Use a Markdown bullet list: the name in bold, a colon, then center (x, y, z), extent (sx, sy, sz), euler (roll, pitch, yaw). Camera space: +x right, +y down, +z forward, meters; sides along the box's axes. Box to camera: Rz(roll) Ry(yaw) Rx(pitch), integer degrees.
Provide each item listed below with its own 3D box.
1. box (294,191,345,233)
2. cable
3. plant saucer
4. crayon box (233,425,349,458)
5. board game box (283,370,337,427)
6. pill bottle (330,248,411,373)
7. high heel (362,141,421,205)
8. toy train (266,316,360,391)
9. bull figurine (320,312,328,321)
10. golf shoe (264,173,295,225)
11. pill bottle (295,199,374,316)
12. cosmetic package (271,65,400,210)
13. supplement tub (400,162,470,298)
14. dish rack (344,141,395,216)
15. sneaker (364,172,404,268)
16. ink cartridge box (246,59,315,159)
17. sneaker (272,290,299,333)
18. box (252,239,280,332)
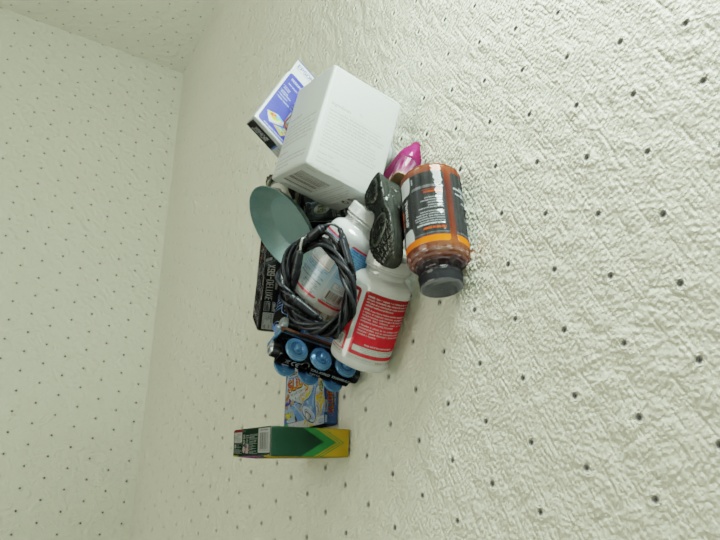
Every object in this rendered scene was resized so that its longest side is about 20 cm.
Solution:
- **box**: center (-0.099, -0.134, 1.406), extent (0.165, 0.084, 0.204), euler (108, 156, -52)
- **cable**: center (-0.078, 0.027, 1.104), extent (0.160, 0.051, 0.204), euler (-23, 71, 22)
- **plant saucer**: center (-0.153, -0.092, 1.307), extent (0.199, 0.039, 0.204), euler (31, 140, 29)
- **crayon box**: center (-0.142, 0.346, 1.259), extent (0.199, 0.169, 0.060), euler (-25, 60, 55)
- **board game box**: center (-0.110, 0.277, 1.372), extent (0.199, 0.034, 0.139), euler (-32, 53, 53)
- **pill bottle**: center (0.025, 0.070, 1.127), extent (0.112, 0.110, 0.205), euler (35, 109, 59)
- **high heel**: center (0.057, -0.167, 1.235), extent (0.097, 0.066, 0.201), euler (-63, 3, -35)
- **toy train**: center (-0.087, 0.156, 1.217), extent (0.087, 0.196, 0.116), euler (-50, 28, 40)
- **bull figurine**: center (-0.084, 0.050, 1.372), extent (0.201, 0.064, 0.124), euler (123, 149, -46)
- **golf shoe**: center (-0.179, -0.118, 1.403), extent (0.202, 0.076, 0.096), euler (93, 156, -52)
- **pill bottle**: center (-0.034, -0.025, 1.182), extent (0.202, 0.108, 0.109), euler (-55, 33, 7)
- **cosmetic package**: center (-0.048, -0.250, 1.222), extent (0.164, 0.162, 0.205), euler (-4, 66, 59)
- **supplement tub**: center (0.121, -0.063, 1.011), extent (0.107, 0.105, 0.205), euler (-38, 47, 49)
- **dish rack**: center (0.012, -0.224, 1.340), extent (0.201, 0.043, 0.174), euler (-55, 35, 36)
- **sneaker**: center (0.063, -0.086, 1.091), extent (0.076, 0.089, 0.204), euler (-48, 34, 43)
- **ink cartridge box**: center (-0.118, -0.305, 1.324), extent (0.047, 0.198, 0.202), euler (-19, 34, 46)
- **sneaker**: center (-0.154, 0.075, 1.361), extent (0.201, 0.068, 0.080), euler (-109, 25, -68)
- **box**: center (-0.222, 0.032, 1.510), extent (0.158, 0.048, 0.206), euler (-157, 73, -75)
